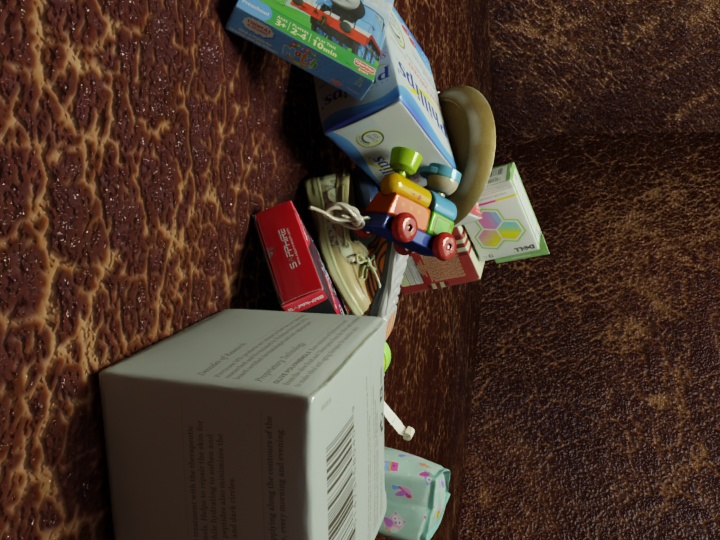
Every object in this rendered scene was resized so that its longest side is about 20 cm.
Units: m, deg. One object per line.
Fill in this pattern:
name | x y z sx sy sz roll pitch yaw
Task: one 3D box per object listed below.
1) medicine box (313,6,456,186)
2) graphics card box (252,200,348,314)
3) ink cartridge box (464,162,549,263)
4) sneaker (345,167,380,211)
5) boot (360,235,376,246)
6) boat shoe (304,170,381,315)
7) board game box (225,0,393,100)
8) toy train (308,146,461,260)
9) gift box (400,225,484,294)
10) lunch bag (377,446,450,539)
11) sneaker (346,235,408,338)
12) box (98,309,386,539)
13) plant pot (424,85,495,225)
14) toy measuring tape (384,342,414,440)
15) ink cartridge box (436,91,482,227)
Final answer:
medicine box | 0.027 -0.225 0.812 0.182 0.103 0.200 34 40 -56
graphics card box | -0.054 0.028 0.735 0.200 0.051 0.126 67 0 -56
ink cartridge box | 0.241 -0.076 1.090 0.200 0.104 0.059 58 34 -31
sneaker | 0.020 -0.113 0.915 0.200 0.082 0.074 -97 -173 -74
boot | 0.015 -0.007 1.047 0.174 0.069 0.201 -54 148 -71
boat shoe | -0.018 -0.039 0.787 0.073 0.063 0.200 67 5 -65
board game box | -0.040 -0.293 0.676 0.037 0.151 0.200 -41 -149 53
toy train | 0.037 -0.091 0.737 0.200 0.085 0.116 21 82 -40
gift box | 0.123 -0.087 1.188 0.185 0.200 0.187 67 31 -29
lunch bag | 0.049 0.339 1.002 0.200 0.170 0.122 26 73 -74
sneaker | 0.000 0.000 0.878 0.078 0.112 0.200 -37 141 -66
box | -0.081 0.152 0.535 0.200 0.171 0.200 -35 125 -70
plant pot | 0.109 -0.157 0.885 0.027 0.200 0.201 6 85 -31
toy measuring tape | 0.033 0.159 0.956 0.200 0.074 0.074 52 21 0
ink cartridge box | 0.095 -0.161 1.026 0.083 0.146 0.201 4 72 -63
